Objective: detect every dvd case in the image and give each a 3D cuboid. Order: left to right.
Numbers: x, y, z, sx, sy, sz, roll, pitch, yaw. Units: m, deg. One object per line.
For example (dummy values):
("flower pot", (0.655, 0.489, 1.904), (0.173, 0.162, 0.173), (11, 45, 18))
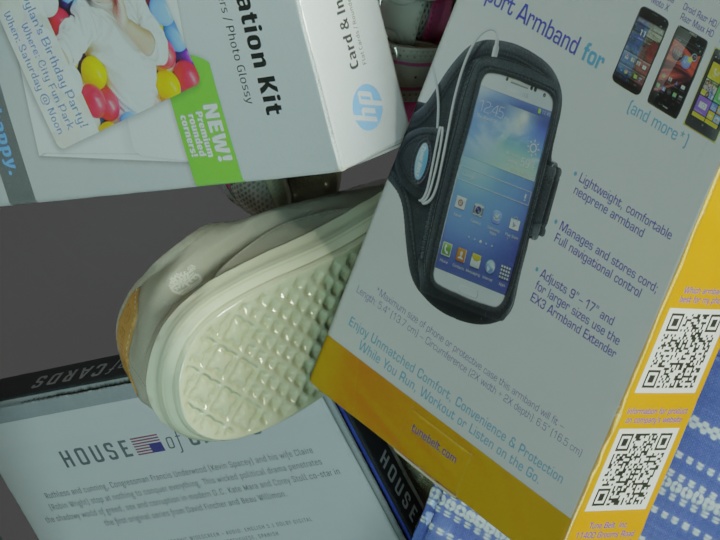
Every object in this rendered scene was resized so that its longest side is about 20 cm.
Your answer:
("dvd case", (-0.037, 0.113, 1.079), (0.150, 0.025, 0.200), (-12, 118, 30))

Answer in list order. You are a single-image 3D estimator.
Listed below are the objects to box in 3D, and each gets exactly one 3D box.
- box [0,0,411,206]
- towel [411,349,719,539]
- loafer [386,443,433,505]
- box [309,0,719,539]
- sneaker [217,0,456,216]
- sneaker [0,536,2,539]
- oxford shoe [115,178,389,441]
("box", (-0.086, -0.102, 0.959), (0.200, 0.041, 0.156), (-4, 106, 40))
("towel", (0.083, 0.107, 0.943), (0.144, 0.024, 0.201), (28, 110, 15))
("loafer", (0.038, 0.045, 1.061), (0.199, 0.076, 0.068), (-3, 120, 24))
("box", (0.066, -0.026, 0.885), (0.119, 0.041, 0.201), (37, 111, 40))
("sneaker", (0.008, -0.091, 0.971), (0.088, 0.081, 0.200), (54, 127, 15))
("sneaker", (-0.206, 0.186, 1.186), (0.130, 0.080, 0.201), (5, 110, 7))
("oxford shoe", (0.000, 0.000, 0.982), (0.058, 0.200, 0.075), (22, 124, 45))
